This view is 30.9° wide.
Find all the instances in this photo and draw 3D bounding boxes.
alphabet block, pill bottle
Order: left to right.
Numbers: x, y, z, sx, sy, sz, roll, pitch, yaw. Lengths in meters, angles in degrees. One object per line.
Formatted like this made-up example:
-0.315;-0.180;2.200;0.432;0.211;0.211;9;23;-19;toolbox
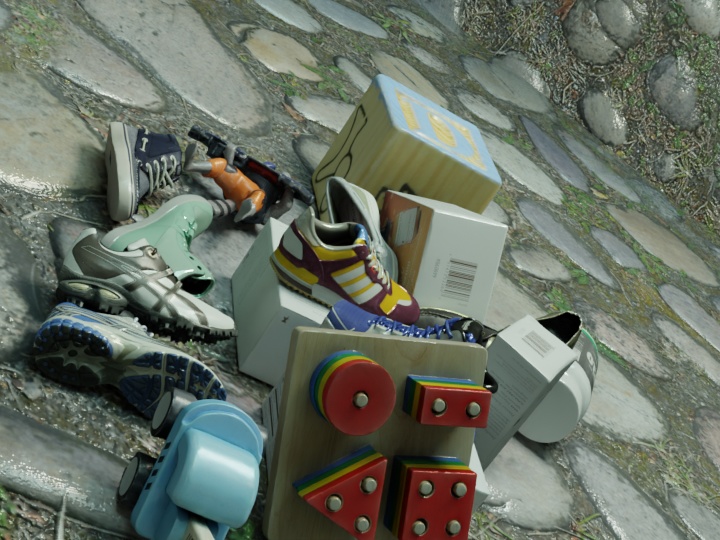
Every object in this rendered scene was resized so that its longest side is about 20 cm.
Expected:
0.063;-0.134;1.923;0.195;0.201;0.196;26;25;-21;alphabet block
0.260;0.150;1.767;0.113;0.114;0.200;36;23;2;pill bottle

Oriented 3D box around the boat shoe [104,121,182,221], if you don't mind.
-0.259;-0.121;1.579;0.092;0.075;0.201;6;32;-17;boat shoe

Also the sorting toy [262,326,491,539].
0.023;0.166;1.215;0.196;0.203;0.070;6;7;-21;sorting toy

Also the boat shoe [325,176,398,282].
-0.004;-0.035;1.659;0.065;0.074;0.204;34;33;-41;boat shoe

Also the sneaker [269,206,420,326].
0.000;0.000;1.461;0.198;0.090;0.075;23;25;-29;sneaker

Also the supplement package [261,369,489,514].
0.012;0.185;1.349;0.198;0.111;0.156;26;24;-22;supplement package

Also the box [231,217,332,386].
-0.071;0.048;1.513;0.123;0.098;0.201;27;24;-22;box

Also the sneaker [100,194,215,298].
-0.201;-0.014;1.474;0.118;0.074;0.200;34;32;13;sneaker

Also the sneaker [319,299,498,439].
0.066;0.080;1.335;0.199;0.116;0.080;39;20;9;sneaker

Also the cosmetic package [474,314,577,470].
0.145;0.157;1.477;0.081;0.201;0.113;40;26;14;cosmetic package

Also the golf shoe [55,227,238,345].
-0.210;0.017;1.341;0.198;0.078;0.096;20;70;-26;golf shoe

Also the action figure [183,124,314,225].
-0.173;-0.111;1.694;0.199;0.105;0.193;31;5;18;action figure

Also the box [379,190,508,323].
0.091;-0.009;1.679;0.105;0.154;0.200;11;6;-18;box

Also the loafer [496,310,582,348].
0.203;0.093;1.642;0.199;0.070;0.076;-24;71;-32;loafer

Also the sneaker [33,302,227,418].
-0.219;0.081;1.271;0.199;0.077;0.085;27;20;-21;sneaker

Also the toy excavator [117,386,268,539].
-0.137;0.210;1.082;0.099;0.196;0.200;27;-4;-20;toy excavator

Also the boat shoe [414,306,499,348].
0.144;0.095;1.558;0.198;0.074;0.065;21;-9;-7;boat shoe
